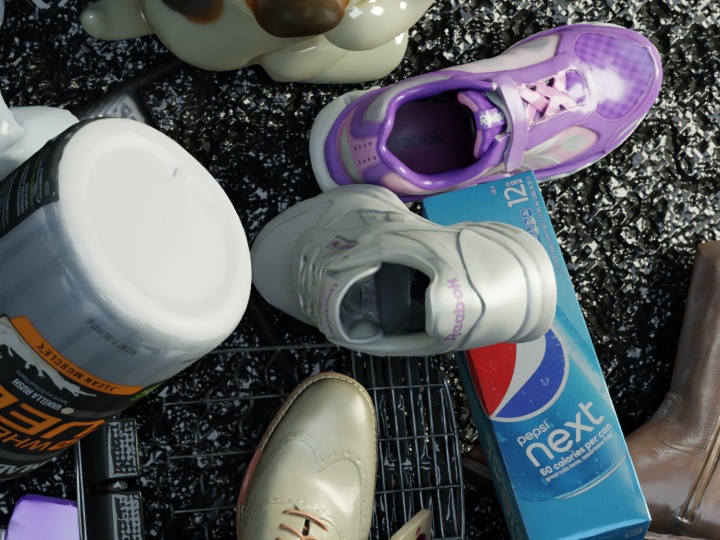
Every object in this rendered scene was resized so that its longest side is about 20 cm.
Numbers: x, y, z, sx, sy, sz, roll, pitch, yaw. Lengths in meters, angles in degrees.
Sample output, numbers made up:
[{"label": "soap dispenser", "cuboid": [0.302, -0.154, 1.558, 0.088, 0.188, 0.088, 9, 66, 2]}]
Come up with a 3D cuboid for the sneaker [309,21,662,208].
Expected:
[{"label": "sneaker", "cuboid": [0.075, -0.082, 1.137, 0.200, 0.088, 0.081, -18, 90, -13]}]

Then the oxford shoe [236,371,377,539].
[{"label": "oxford shoe", "cuboid": [-0.029, 0.144, 1.046, 0.071, 0.074, 0.200, 16, 76, -9]}]

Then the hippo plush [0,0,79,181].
[{"label": "hippo plush", "cuboid": [-0.236, -0.098, 1.040, 0.159, 0.200, 0.161, -24, 74, 7]}]

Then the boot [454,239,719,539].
[{"label": "boot", "cuboid": [0.166, 0.056, 1.167, 0.186, 0.064, 0.200, 21, 78, -4]}]

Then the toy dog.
[{"label": "toy dog", "cuboid": [-0.042, -0.170, 1.058, 0.194, 0.200, 0.140, -7, 89, -12]}]

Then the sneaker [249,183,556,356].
[{"label": "sneaker", "cuboid": [0.000, 0.000, 1.064, 0.100, 0.200, 0.075, -12, 102, -41]}]

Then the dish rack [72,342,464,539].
[{"label": "dish rack", "cuboid": [-0.046, 0.108, 1.115, 0.200, 0.055, 0.154, -3, 83, -15]}]

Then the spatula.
[{"label": "spatula", "cuboid": [-0.218, 0.132, 1.095, 0.200, 0.021, 0.057, 15, 82, -20]}]

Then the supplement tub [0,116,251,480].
[{"label": "supplement tub", "cuboid": [-0.157, 0.024, 1.023, 0.122, 0.200, 0.123, 29, 44, -32]}]

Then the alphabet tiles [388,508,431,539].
[{"label": "alphabet tiles", "cuboid": [-0.022, 0.230, 1.035, 0.008, 0.200, 0.167, 18, 121, 28]}]

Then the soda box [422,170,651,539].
[{"label": "soda box", "cuboid": [0.087, 0.054, 1.105, 0.064, 0.068, 0.200, -15, 68, -5]}]
